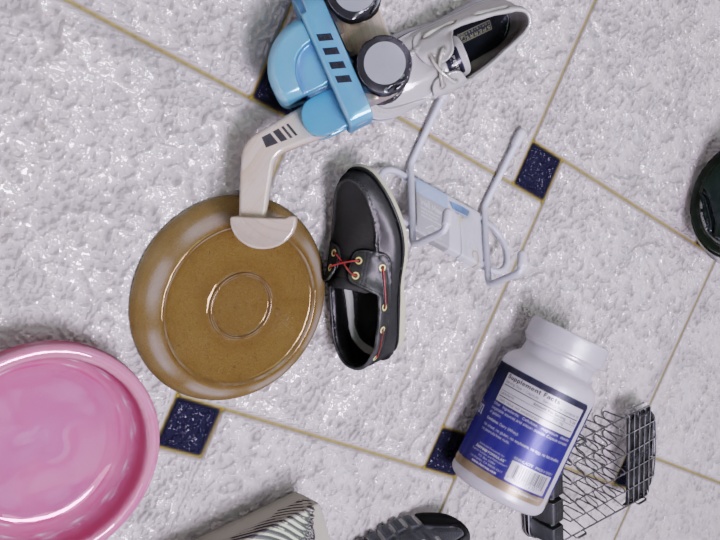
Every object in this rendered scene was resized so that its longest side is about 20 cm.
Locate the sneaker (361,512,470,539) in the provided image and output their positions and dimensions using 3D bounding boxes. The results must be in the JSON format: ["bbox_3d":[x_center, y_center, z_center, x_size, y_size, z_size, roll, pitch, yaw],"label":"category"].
[{"bbox_3d":[0.032,0.352,1.044,0.198,0.075,0.117,-15,117,-17],"label":"sneaker"}]

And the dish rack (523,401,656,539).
[{"bbox_3d":[0.295,0.250,1.183,0.198,0.054,0.155,-17,115,-29],"label":"dish rack"}]

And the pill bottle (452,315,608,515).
[{"bbox_3d":[0.194,0.160,1.052,0.115,0.115,0.202,27,90,-35],"label":"pill bottle"}]

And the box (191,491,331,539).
[{"bbox_3d":[-0.126,0.296,0.913,0.199,0.068,0.083,-22,99,-26],"label":"box"}]

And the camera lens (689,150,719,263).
[{"bbox_3d":[0.523,-0.071,1.160,0.198,0.160,0.162,11,99,-34],"label":"camera lens"}]

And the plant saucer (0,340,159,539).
[{"bbox_3d":[-0.273,0.153,0.797,0.199,0.051,0.203,-10,109,-30],"label":"plant saucer"}]

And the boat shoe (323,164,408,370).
[{"bbox_3d":[0.002,0.000,0.903,0.063,0.073,0.204,-30,124,-45],"label":"boat shoe"}]

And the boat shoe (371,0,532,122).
[{"bbox_3d":[0.080,-0.202,0.898,0.199,0.066,0.073,-29,116,-20],"label":"boat shoe"}]

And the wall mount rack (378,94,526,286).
[{"bbox_3d":[0.109,-0.084,0.955,0.199,0.074,0.175,25,53,-36],"label":"wall mount rack"}]

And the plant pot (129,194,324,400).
[{"bbox_3d":[-0.115,0.031,0.873,0.198,0.027,0.202,-10,110,-30],"label":"plant pot"}]

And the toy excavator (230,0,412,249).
[{"bbox_3d":[-0.048,-0.140,0.818,0.198,0.100,0.196,-24,95,1],"label":"toy excavator"}]
